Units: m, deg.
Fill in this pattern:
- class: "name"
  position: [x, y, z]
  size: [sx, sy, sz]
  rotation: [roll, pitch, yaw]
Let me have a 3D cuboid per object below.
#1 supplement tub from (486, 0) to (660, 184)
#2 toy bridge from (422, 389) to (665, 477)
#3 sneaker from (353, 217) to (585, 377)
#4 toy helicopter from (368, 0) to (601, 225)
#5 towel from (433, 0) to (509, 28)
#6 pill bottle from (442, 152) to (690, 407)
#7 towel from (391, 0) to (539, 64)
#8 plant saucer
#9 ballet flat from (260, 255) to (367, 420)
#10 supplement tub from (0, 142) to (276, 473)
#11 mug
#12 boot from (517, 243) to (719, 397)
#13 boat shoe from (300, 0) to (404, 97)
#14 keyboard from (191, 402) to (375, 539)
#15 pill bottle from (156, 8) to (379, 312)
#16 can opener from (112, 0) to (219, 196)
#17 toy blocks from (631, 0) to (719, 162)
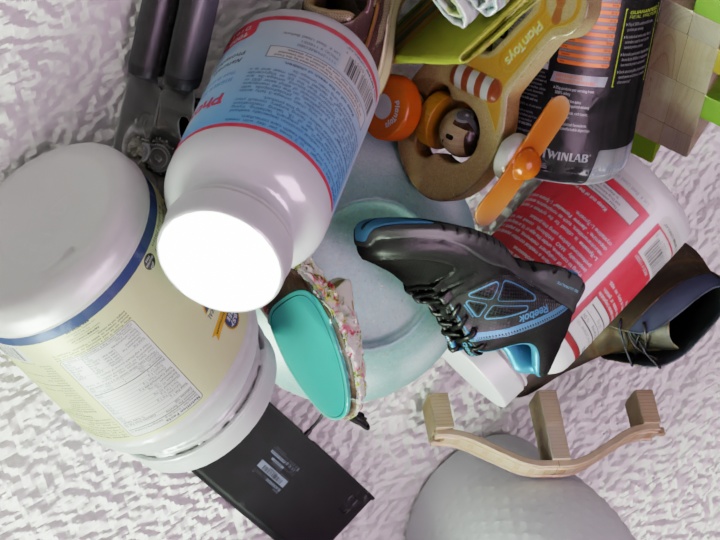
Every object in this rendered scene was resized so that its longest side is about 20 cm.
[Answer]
- class: "supplement tub"
  position: [0.150, -0.173, 1.651]
  size: [0.122, 0.122, 0.201]
  rotation: [-6, 116, -35]
- class: "toy bridge"
  position: [0.149, 0.128, 1.803]
  size: [0.198, 0.068, 0.027]
  rotation: [0, 148, -18]
- class: "sneaker"
  position: [0.076, 0.016, 1.610]
  size: [0.199, 0.073, 0.082]
  rotation: [20, 83, -33]
- class: "toy helicopter"
  position: [0.099, -0.123, 1.576]
  size: [0.079, 0.133, 0.200]
  rotation: [2, 140, -47]
- class: "towel"
  position: [0.068, -0.275, 1.483]
  size: [0.172, 0.048, 0.200]
  rotation: [58, 41, -23]
- class: "pill bottle"
  position: [0.147, 0.004, 1.745]
  size: [0.200, 0.112, 0.112]
  rotation: [-45, 131, -9]
- class: "towel"
  position: [0.064, -0.166, 1.547]
  size: [0.086, 0.200, 0.018]
  rotation: [-44, 106, -9]
- class: "plant saucer"
  position: [0.000, 0.000, 1.639]
  size: [0.200, 0.039, 0.203]
  rotation: [-4, 100, -21]
- class: "ballet flat"
  position: [-0.042, 0.005, 1.569]
  size: [0.064, 0.075, 0.201]
  rotation: [-35, 96, -40]
- class: "supplement tub"
  position: [-0.156, 0.029, 1.507]
  size: [0.145, 0.145, 0.200]
  rotation: [-47, 132, -8]
- class: "mug"
  position: [0.126, 0.253, 1.814]
  size: [0.200, 0.175, 0.148]
  rotation: [-49, 132, -6]
- class: "boot"
  position: [0.200, 0.045, 1.817]
  size: [0.200, 0.097, 0.075]
  rotation: [-40, 131, -14]
- class: "boat shoe"
  position: [-0.013, -0.175, 1.546]
  size: [0.072, 0.072, 0.201]
  rotation: [0, 125, -44]
- class: "keyboard"
  position: [-0.053, 0.130, 1.723]
  size: [0.127, 0.021, 0.200]
  rotation: [-46, 133, -2]
- class: "pill bottle"
  position: [-0.061, -0.070, 1.461]
  size: [0.201, 0.108, 0.109]
  rotation: [-69, 149, -47]
- class: "can opener"
  position: [-0.120, -0.143, 1.522]
  size: [0.067, 0.053, 0.201]
  rotation: [-26, 133, -65]
- class: "toy blocks"
  position: [0.268, -0.188, 1.742]
  size: [0.137, 0.099, 0.201]
  rotation: [-54, 163, -33]
